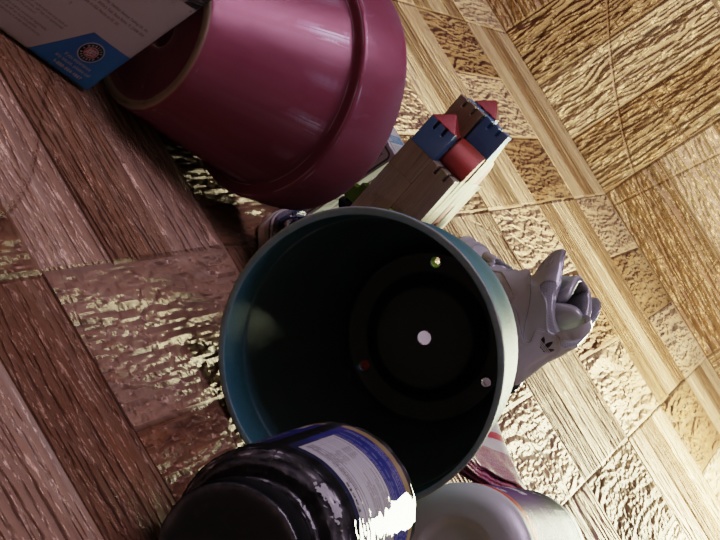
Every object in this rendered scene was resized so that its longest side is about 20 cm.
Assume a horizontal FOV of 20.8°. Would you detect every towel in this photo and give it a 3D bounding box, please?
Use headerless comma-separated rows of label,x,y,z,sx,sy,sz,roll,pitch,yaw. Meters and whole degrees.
towel,0.071,0.080,1.564,0.144,0.023,0.201,35,31,-54

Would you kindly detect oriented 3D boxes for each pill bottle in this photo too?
pill bottle,-0.043,0.153,1.145,0.112,0.111,0.200,59,16,8
pill bottle,0.103,0.219,1.474,0.113,0.112,0.200,62,15,18

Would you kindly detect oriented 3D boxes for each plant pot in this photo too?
plant pot,0.026,0.053,1.381,0.201,0.199,0.188,59,17,6
plant pot,-0.094,-0.162,1.507,0.178,0.200,0.201,18,39,-44

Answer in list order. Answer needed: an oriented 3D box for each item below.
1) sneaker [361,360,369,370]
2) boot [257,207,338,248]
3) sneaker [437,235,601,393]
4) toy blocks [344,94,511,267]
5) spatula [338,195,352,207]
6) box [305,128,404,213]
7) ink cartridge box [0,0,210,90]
sneaker,0.013,0.019,1.647,0.078,0.082,0.200,52,17,-23
boot,-0.032,-0.016,1.558,0.073,0.090,0.200,52,16,-16
sneaker,0.132,0.021,1.614,0.075,0.114,0.201,52,17,-29
toy blocks,0.066,-0.083,1.602,0.100,0.137,0.200,43,9,7
spatula,0.000,0.000,1.600,0.056,0.021,0.201,12,38,-16
box,-0.054,-0.153,1.718,0.201,0.116,0.060,59,15,9
ink cartridge box,-0.167,-0.238,1.367,0.144,0.199,0.085,37,25,-53
